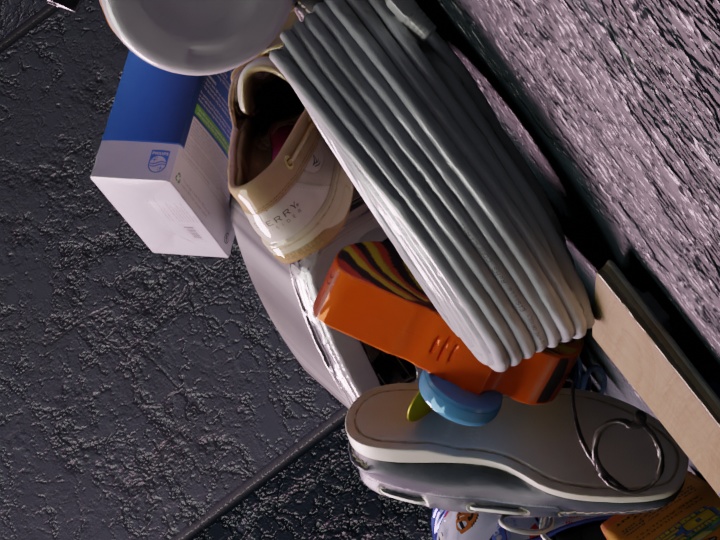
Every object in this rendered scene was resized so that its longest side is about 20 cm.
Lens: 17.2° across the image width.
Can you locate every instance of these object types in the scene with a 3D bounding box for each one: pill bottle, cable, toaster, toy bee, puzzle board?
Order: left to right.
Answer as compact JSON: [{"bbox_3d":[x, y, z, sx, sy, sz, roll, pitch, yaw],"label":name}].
[{"bbox_3d":[-0.104,-0.188,1.376,0.112,0.112,0.200,54,-178,-21],"label":"pill bottle"},{"bbox_3d":[0.000,0.000,1.470,0.129,0.113,0.201,43,160,59],"label":"toaster"},{"bbox_3d":[0.035,-0.043,1.123,0.201,0.069,0.200,56,179,10],"label":"cable"},{"bbox_3d":[0.074,0.043,1.306,0.200,0.131,0.109,48,-152,-5],"label":"toy bee"},{"bbox_3d":[0.160,0.070,1.097,0.151,0.017,0.200,52,178,11],"label":"puzzle board"}]

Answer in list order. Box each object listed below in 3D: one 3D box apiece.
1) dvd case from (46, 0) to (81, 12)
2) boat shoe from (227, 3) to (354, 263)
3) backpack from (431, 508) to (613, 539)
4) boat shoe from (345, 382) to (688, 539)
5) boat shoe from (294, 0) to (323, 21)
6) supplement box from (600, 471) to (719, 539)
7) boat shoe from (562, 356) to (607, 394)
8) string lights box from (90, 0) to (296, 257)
[{"bbox_3d":[-0.148,-0.230,1.332,0.025,0.151,0.200,23,-172,-18],"label":"dvd case"},{"bbox_3d":[-0.041,-0.097,1.373,0.069,0.073,0.201,45,-152,-34],"label":"boat shoe"},{"bbox_3d":[0.138,0.191,1.574,0.191,0.199,0.155,61,-174,-53],"label":"backpack"},{"bbox_3d":[0.088,0.112,1.342,0.062,0.199,0.075,77,-158,-43],"label":"boat shoe"},{"bbox_3d":[0.017,-0.072,1.326,0.200,0.060,0.074,54,179,-19],"label":"boat shoe"},{"bbox_3d":[0.189,0.162,1.284,0.069,0.066,0.200,56,177,-7],"label":"supplement box"},{"bbox_3d":[0.117,0.069,1.462,0.069,0.084,0.200,46,-166,4],"label":"boat shoe"},{"bbox_3d":[-0.101,-0.121,1.508,0.059,0.201,0.103,3,154,22],"label":"string lights box"}]
